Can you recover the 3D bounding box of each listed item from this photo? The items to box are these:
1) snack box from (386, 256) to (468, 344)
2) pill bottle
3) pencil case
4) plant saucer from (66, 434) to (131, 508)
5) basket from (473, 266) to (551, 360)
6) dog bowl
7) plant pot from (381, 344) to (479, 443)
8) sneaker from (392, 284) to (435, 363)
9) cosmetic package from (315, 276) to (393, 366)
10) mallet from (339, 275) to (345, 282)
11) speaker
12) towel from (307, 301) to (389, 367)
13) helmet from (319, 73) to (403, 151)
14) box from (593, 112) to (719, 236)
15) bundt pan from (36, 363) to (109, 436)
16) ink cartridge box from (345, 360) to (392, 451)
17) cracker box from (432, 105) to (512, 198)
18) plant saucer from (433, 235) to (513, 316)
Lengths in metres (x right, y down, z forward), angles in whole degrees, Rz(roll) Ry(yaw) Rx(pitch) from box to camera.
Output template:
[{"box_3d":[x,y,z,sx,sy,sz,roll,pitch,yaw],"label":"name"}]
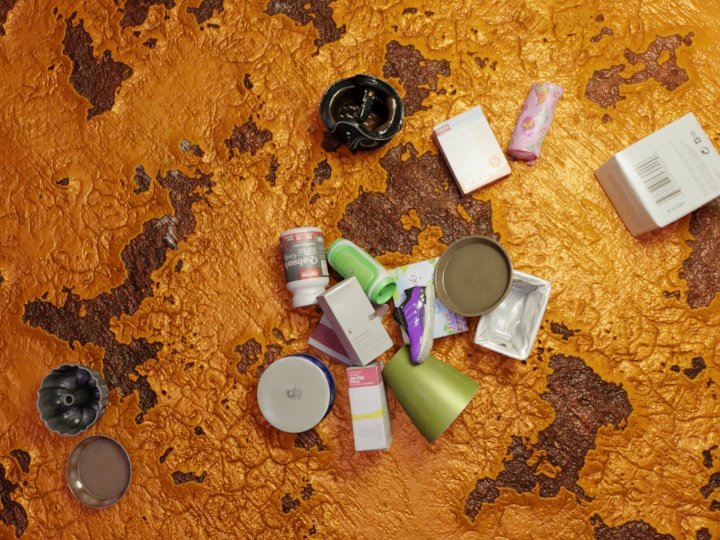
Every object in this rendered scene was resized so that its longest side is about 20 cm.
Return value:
[{"box_3d":[0.173,0.077,1.338,0.168,0.068,0.200,-14,82,8],"label":"snack box"},{"box_3d":[-0.146,-0.007,1.368,0.116,0.116,0.200,-10,84,8],"label":"pill bottle"},{"box_3d":[0.448,-0.380,1.326,0.087,0.087,0.200,20,90,9],"label":"pencil case"},{"box_3d":[-0.730,0.563,1.456,0.200,0.034,0.201,-1,86,9],"label":"plant saucer"},{"box_3d":[0.369,0.106,1.279,0.135,0.123,0.200,19,88,10],"label":"basket"},{"box_3d":[-0.168,0.322,1.366,0.200,0.079,0.200,-1,85,8],"label":"dog bowl"},{"box_3d":[0.155,0.285,1.271,0.200,0.187,0.187,41,92,12],"label":"plant pot"},{"box_3d":[0.126,0.130,1.262,0.099,0.070,0.200,1,63,19],"label":"sneaker"},{"box_3d":[-0.015,0.126,1.283,0.102,0.074,0.200,-33,97,-23],"label":"cosmetic package"},{"box_3d":[-0.051,0.110,1.388,0.066,0.041,0.200,20,93,8],"label":"mallet"},{"box_3d":[0.000,0.000,1.333,0.200,0.088,0.088,41,93,31],"label":"speaker"},{"box_3d":[-0.033,0.144,1.364,0.144,0.023,0.200,30,97,-9],"label":"towel"},{"box_3d":[0.000,-0.405,1.339,0.200,0.191,0.200,-5,101,-28],"label":"helmet"},{"box_3d":[0.714,-0.219,1.227,0.200,0.171,0.199,-29,82,5],"label":"box"},{"box_3d":[-0.800,0.359,1.459,0.202,0.076,0.202,-1,86,9],"label":"bundt pan"},{"box_3d":[0.024,0.337,1.302,0.083,0.145,0.200,-8,84,7],"label":"ink cartridge box"},{"box_3d":[0.291,-0.311,1.355,0.134,0.058,0.200,-24,84,5],"label":"cracker box"},{"box_3d":[0.273,0.014,1.248,0.200,0.029,0.200,-9,72,31],"label":"plant saucer"}]
